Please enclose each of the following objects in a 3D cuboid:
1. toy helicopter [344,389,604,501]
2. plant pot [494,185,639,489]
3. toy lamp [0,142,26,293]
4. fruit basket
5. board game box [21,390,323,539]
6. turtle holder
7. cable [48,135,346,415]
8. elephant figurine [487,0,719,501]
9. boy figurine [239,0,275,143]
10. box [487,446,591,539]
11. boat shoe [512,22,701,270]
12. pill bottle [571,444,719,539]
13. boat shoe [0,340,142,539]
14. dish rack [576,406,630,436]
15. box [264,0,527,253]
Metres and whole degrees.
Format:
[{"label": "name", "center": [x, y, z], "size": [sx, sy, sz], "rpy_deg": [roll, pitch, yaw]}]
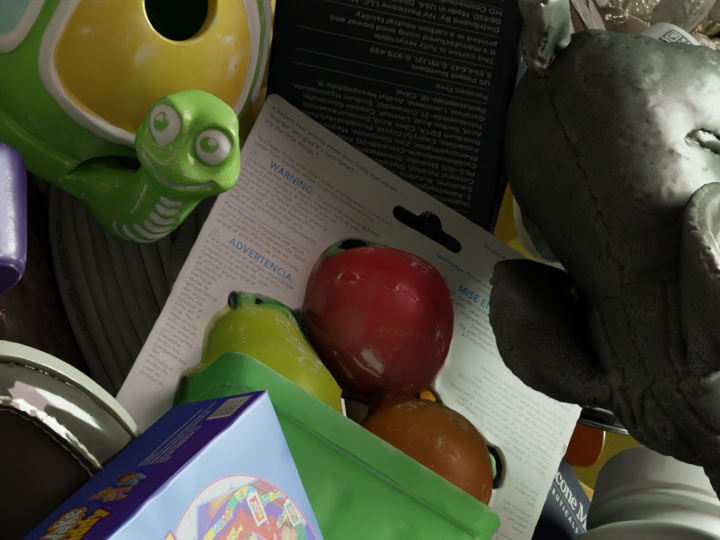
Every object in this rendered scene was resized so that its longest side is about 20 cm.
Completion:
[{"label": "toy helicopter", "center": [0.079, 0.099, 1.364], "size": [0.200, 0.079, 0.132], "rpy_deg": [32, 20, 33]}, {"label": "plant pot", "center": [0.116, 0.047, 1.706], "size": [0.177, 0.200, 0.200], "rpy_deg": [51, 17, -12]}, {"label": "toy lamp", "center": [-0.172, -0.083, 1.086], "size": [0.058, 0.058, 0.201], "rpy_deg": [35, 34, -65]}, {"label": "fruit basket", "center": [-0.002, 0.052, 1.139], "size": [0.185, 0.094, 0.201], "rpy_deg": [32, 53, -13]}, {"label": "board game box", "center": [-0.073, 0.146, 0.950], "size": [0.200, 0.045, 0.135], "rpy_deg": [-41, 115, -54]}, {"label": "turtle holder", "center": [-0.104, -0.099, 1.137], "size": [0.140, 0.132, 0.186], "rpy_deg": [28, 34, -8]}, {"label": "cable", "center": [-0.071, 0.015, 1.279], "size": [0.200, 0.069, 0.201], "rpy_deg": [53, 19, -46]}, {"label": "elephant figurine", "center": [0.124, 0.011, 1.113], "size": [0.142, 0.154, 0.201], "rpy_deg": [114, -21, -54]}, {"label": "boy figurine", "center": [-0.070, -0.125, 1.361], "size": [0.200, 0.124, 0.064], "rpy_deg": [47, 22, -3]}, {"label": "box", "center": [0.037, 0.180, 1.223], "size": [0.148, 0.104, 0.200], "rpy_deg": [58, 38, -31]}, {"label": "boat shoe", "center": [0.104, -0.044, 1.285], "size": [0.072, 0.066, 0.200], "rpy_deg": [53, -26, 4]}, {"label": "pill bottle", "center": [0.121, 0.176, 1.153], "size": [0.111, 0.110, 0.201], "rpy_deg": [54, 39, -40]}, {"label": "boat shoe", "center": [-0.100, 0.106, 1.021], "size": [0.061, 0.071, 0.201], "rpy_deg": [-104, 166, -47]}, {"label": "dish rack", "center": [0.097, 0.031, 1.335], "size": [0.200, 0.153, 0.055], "rpy_deg": [0, 106, -66]}, {"label": "box", "center": [0.025, -0.107, 1.221], "size": [0.149, 0.106, 0.201], "rpy_deg": [-72, 172, -47]}]
